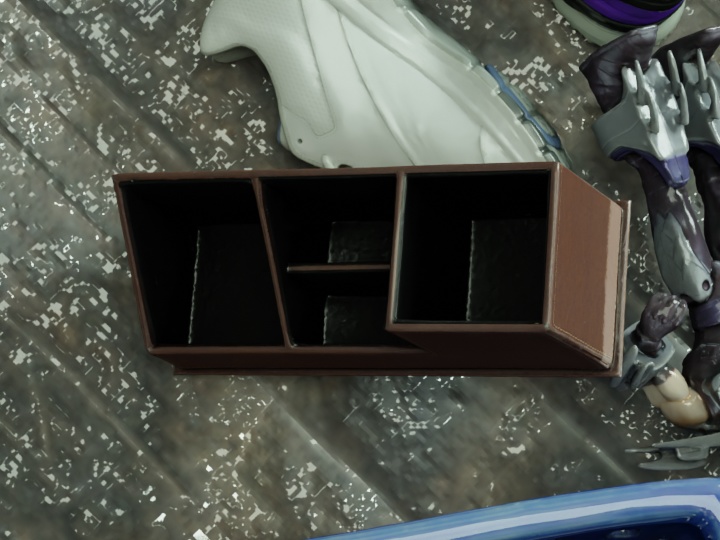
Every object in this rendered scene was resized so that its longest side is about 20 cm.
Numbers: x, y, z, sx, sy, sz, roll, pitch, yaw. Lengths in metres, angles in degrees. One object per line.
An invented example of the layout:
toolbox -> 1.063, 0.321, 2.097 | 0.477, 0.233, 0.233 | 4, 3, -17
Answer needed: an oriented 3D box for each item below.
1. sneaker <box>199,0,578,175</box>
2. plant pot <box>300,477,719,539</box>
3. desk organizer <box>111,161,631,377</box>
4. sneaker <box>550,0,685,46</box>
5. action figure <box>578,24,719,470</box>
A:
sneaker -> 0.018, -0.065, 1.196 | 0.200, 0.074, 0.087 | 44, 97, 10
plant pot -> 0.053, 0.197, 1.079 | 0.199, 0.180, 0.201 | -8, 80, -3
desk organizer -> 0.000, 0.000, 1.129 | 0.199, 0.077, 0.072 | -1, 77, 25
sneaker -> 0.069, -0.185, 1.195 | 0.200, 0.100, 0.070 | 43, 78, 6
action figure -> 0.147, 0.001, 1.169 | 0.130, 0.069, 0.201 | -11, 80, -35
